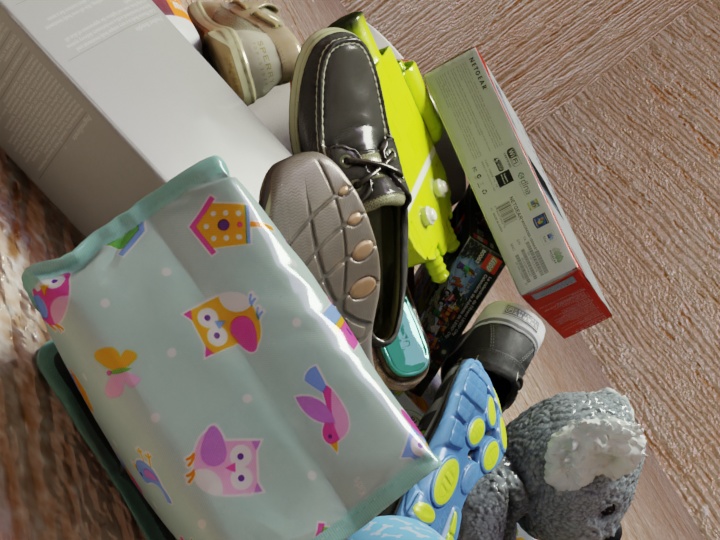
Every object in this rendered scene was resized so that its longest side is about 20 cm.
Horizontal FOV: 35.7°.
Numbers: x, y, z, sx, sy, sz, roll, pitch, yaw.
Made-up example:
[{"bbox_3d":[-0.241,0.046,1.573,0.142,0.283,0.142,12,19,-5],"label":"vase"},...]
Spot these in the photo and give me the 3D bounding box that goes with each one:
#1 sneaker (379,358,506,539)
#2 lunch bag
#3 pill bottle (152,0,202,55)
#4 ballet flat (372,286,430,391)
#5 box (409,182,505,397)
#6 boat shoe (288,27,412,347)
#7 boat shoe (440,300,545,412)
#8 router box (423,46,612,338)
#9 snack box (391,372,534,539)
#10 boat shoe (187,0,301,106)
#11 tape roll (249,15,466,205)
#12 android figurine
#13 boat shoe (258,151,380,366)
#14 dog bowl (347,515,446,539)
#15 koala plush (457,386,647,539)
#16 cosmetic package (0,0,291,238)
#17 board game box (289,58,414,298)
[{"bbox_3d":[0.036,0.128,0.715,0.071,0.082,0.200,61,42,-26],"label":"sneaker"},{"bbox_3d":[-0.068,0.066,0.533,0.171,0.121,0.200,55,-18,6],"label":"lunch bag"},{"bbox_3d":[-0.178,-0.171,0.782,0.202,0.109,0.109,60,13,10],"label":"pill bottle"},{"bbox_3d":[0.000,0.000,0.873,0.067,0.067,0.203,138,-57,-63],"label":"ballet flat"},{"bbox_3d":[0.076,0.010,0.977,0.037,0.137,0.200,30,18,-4],"label":"box"},{"bbox_3d":[0.002,-0.049,0.703,0.066,0.071,0.204,19,-63,53],"label":"boat shoe"},{"bbox_3d":[0.098,0.093,0.902,0.069,0.067,0.200,27,-24,1],"label":"boat shoe"},{"bbox_3d":[0.132,-0.058,0.918,0.202,0.048,0.179,68,14,20],"label":"router box"},{"bbox_3d":[0.078,0.159,0.995,0.200,0.053,0.142,49,12,-15],"label":"snack box"},{"bbox_3d":[-0.085,-0.166,0.828,0.200,0.064,0.073,-127,-161,-67],"label":"boat shoe"},{"bbox_3d":[-0.016,-0.109,1.020,0.204,0.138,0.203,53,-10,13],"label":"tape roll"},{"bbox_3d":[0.023,-0.085,0.827,0.202,0.041,0.183,63,27,-20],"label":"android figurine"},{"bbox_3d":[-0.034,0.034,0.631,0.073,0.074,0.203,13,-67,54],"label":"boat shoe"},{"bbox_3d":[0.041,0.212,0.606,0.200,0.111,0.050,48,-1,-24],"label":"dog bowl"},{"bbox_3d":[0.122,0.159,0.818,0.185,0.199,0.177,55,13,8],"label":"koala plush"},{"bbox_3d":[-0.135,-0.082,0.659,0.201,0.090,0.107,51,38,-3],"label":"cosmetic package"},{"bbox_3d":[-0.004,-0.066,0.911,0.019,0.102,0.203,27,-56,57],"label":"board game box"}]
